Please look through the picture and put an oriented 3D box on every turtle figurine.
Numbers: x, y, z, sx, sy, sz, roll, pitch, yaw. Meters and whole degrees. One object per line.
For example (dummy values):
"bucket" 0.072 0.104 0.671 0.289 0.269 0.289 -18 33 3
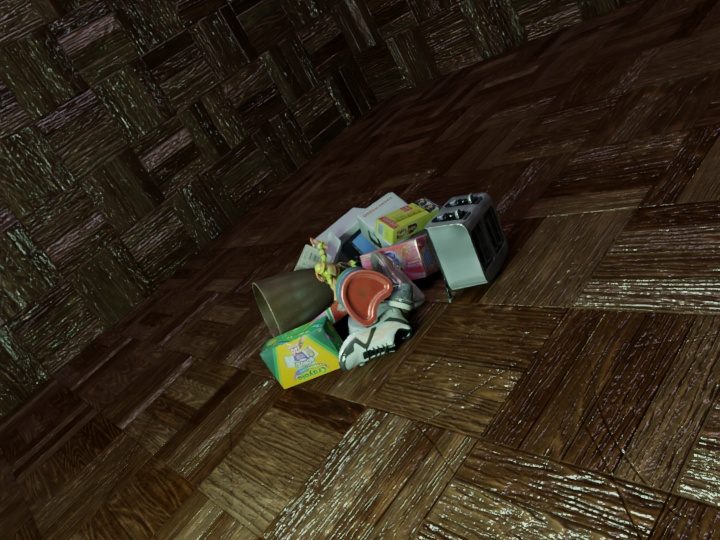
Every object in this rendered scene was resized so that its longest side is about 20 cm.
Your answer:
"turtle figurine" -0.070 0.011 1.669 0.064 0.159 0.203 -42 57 25

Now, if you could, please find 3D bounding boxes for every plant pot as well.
"plant pot" -0.171 0.078 1.714 0.196 0.192 0.186 -26 18 -18

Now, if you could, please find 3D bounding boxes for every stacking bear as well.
"stacking bear" -0.010 0.045 1.498 0.124 0.112 0.200 -58 11 -2

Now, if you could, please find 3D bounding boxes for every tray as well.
"tray" -0.103 -0.013 1.948 0.107 0.022 0.206 46 121 61

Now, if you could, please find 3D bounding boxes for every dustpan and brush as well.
"dustpan and brush" 0.018 0.159 1.534 0.136 0.059 0.201 -15 20 22

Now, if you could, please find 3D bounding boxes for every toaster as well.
"toaster" 0.256 -0.064 1.481 0.116 0.205 0.181 -10 22 39

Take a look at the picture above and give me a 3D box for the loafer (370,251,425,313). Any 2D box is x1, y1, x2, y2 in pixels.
"loafer" 0.095 0.024 1.594 0.061 0.073 0.202 -20 53 -21

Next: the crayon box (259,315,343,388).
"crayon box" -0.139 0.206 1.551 0.196 0.120 0.059 -24 22 24

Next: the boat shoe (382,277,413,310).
"boat shoe" 0.077 0.051 1.514 0.199 0.071 0.065 -164 88 -68

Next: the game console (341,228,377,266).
"game console" 0.064 -0.091 1.897 0.199 0.172 0.119 -42 -9 -24

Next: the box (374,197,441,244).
"box" 0.133 -0.139 1.719 0.197 0.051 0.075 -26 45 -34

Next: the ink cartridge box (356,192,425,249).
"ink cartridge box" 0.103 -0.125 1.844 0.144 0.084 0.200 -34 46 -13

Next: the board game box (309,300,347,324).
"board game box" -0.066 0.116 1.665 0.198 0.041 0.153 -37 -4 -10

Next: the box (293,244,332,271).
"box" -0.162 0.022 1.877 0.201 0.093 0.079 125 167 -52

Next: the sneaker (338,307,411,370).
"sneaker" 0.035 0.167 1.433 0.198 0.075 0.080 -37 50 -15

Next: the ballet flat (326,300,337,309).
"ballet flat" -0.132 0.123 1.802 0.196 0.069 0.064 -25 36 25

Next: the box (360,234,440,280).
"box" 0.107 -0.022 1.669 0.196 0.106 0.094 -14 4 39

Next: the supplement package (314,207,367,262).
"supplement package" -0.039 -0.106 2.089 0.199 0.112 0.155 -40 22 -16

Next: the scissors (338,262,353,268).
"scissors" 0.000 0.000 1.697 0.014 0.199 0.075 -7 57 36
